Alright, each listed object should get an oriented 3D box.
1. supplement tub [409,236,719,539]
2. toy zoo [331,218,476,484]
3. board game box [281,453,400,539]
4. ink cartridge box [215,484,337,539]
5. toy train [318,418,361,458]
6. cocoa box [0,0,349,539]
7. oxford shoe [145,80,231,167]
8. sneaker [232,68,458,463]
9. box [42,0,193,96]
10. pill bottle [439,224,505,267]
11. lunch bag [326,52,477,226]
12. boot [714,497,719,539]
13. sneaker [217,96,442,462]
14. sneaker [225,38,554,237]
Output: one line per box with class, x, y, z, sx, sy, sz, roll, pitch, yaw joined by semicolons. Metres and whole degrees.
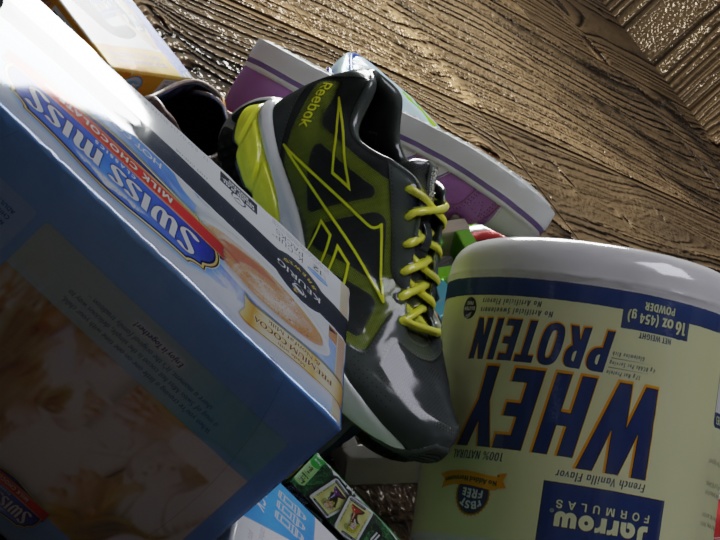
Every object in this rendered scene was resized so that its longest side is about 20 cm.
supplement tub;0.100;0.094;1.259;0.145;0.144;0.201;22;74;-59
toy zoo;0.031;0.050;1.413;0.131;0.021;0.200;-9;44;-19
board game box;0.026;0.165;1.158;0.200;0.023;0.105;47;-21;-5
ink cartridge box;-0.002;0.181;1.054;0.200;0.068;0.115;46;15;-12
toy train;-0.079;0.017;1.227;0.200;0.087;0.115;35;25;-41
cocoa box;-0.117;0.011;1.027;0.200;0.133;0.131;44;16;-15
oxford shoe;-0.086;-0.058;1.381;0.071;0.073;0.200;50;15;8
sneaker;0.006;-0.008;1.220;0.074;0.084;0.201;18;45;-61
box;-0.186;-0.174;1.486;0.200;0.041;0.119;54;15;10
pill bottle;0.089;0.071;1.507;0.114;0.114;0.200;39;17;-32
lunch bag;0.019;-0.046;1.667;0.161;0.082;0.200;44;15;-19
boot;0.193;0.177;1.390;0.200;0.072;0.145;17;41;-58
sneaker;0.000;0.000;1.341;0.201;0.073;0.080;66;18;-2
sneaker;0.005;-0.040;1.526;0.200;0.115;0.073;26;0;-1
